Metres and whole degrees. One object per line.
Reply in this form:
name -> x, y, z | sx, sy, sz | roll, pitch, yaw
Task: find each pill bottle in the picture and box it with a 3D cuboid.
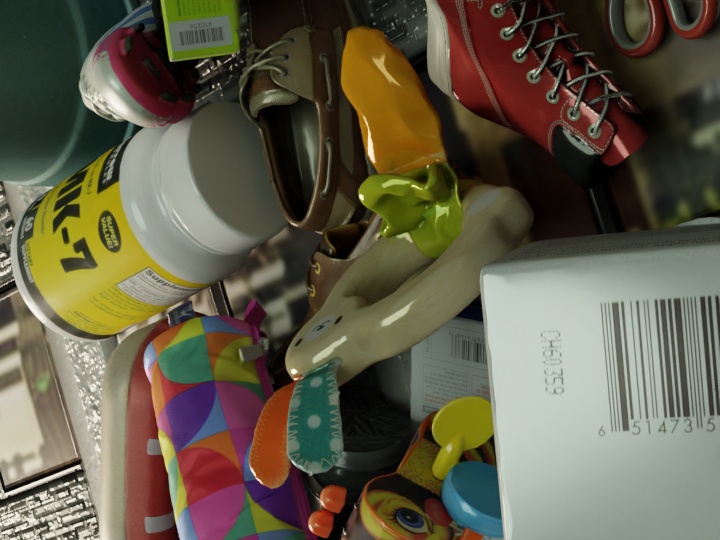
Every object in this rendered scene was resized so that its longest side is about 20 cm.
pill bottle -> -0.141, -0.033, 1.096 | 0.199, 0.114, 0.116 | -26, 80, 41

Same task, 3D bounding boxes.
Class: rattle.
rattle -> -0.015, -0.006, 0.843 | 0.130, 0.200, 0.143 | 33, 159, 56

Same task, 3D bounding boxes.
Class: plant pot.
plant pot -> -0.289, -0.146, 1.156 | 0.199, 0.195, 0.203 | 8, 103, 40

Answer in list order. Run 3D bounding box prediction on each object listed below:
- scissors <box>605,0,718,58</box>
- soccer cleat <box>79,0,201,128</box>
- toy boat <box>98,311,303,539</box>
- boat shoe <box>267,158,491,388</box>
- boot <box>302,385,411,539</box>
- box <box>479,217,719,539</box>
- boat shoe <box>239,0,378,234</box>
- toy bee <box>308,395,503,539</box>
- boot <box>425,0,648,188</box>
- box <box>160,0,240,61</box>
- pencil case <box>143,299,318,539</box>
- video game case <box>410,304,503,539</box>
scissors -> 0.137, -0.211, 0.883 | 0.073, 0.014, 0.202 | -33, 72, 48
soccer cleat -> -0.149, -0.121, 1.046 | 0.086, 0.200, 0.070 | -36, 104, 14
toy boat -> -0.099, 0.133, 1.095 | 0.129, 0.130, 0.203 | 6, 103, 17
boat shoe -> 0.000, 0.000, 0.989 | 0.067, 0.072, 0.200 | 36, 122, -10
boot -> -0.006, 0.187, 1.001 | 0.065, 0.165, 0.203 | 2, 97, -3
box -> 0.171, 0.080, 0.777 | 0.196, 0.131, 0.203 | -5, 95, 18
boat shoe -> -0.038, -0.119, 1.016 | 0.075, 0.071, 0.202 | -23, 82, 42
toy bee -> 0.032, 0.123, 0.840 | 0.108, 0.200, 0.132 | 24, 97, -4
boot -> 0.095, -0.130, 0.844 | 0.144, 0.072, 0.201 | 41, 164, 29
box -> -0.101, -0.210, 0.979 | 0.200, 0.047, 0.123 | -105, 7, -70
pencil case -> -0.075, 0.117, 0.958 | 0.088, 0.088, 0.202 | -46, 47, 37
video game case -> 0.115, 0.123, 0.936 | 0.199, 0.045, 0.184 | 10, 103, 41
